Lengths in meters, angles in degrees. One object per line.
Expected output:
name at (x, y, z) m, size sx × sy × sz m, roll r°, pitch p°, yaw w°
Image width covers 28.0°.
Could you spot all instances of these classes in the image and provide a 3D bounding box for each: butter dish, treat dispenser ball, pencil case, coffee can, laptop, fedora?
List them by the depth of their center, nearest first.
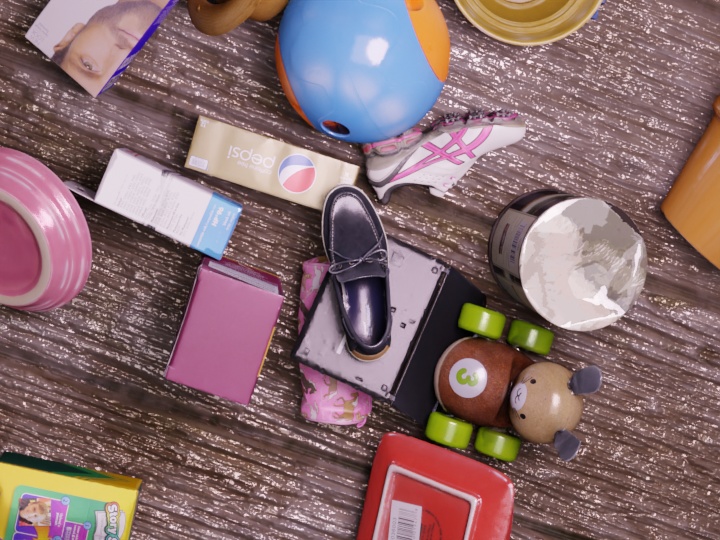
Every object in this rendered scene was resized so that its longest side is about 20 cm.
treat dispenser ball at (0.003, -0.246, 1.626) m, size 0.198 × 0.201 × 0.204 m, roll 0°, pitch 95°, yaw -5°
fedora at (-0.119, -0.351, 1.641) m, size 0.081 × 0.200 × 0.203 m, roll 22°, pitch 94°, yaw -39°
coffee can at (0.235, -0.016, 1.667) m, size 0.144 × 0.200 × 0.149 m, roll 0°, pitch 96°, yaw -5°
laptop at (0.038, 0.066, 1.700) m, size 0.198 × 0.103 × 0.179 m, roll 24°, pitch 81°, yaw -3°
pencil case at (-0.028, 0.083, 1.716) m, size 0.082 × 0.086 × 0.203 m, roll -4°, pitch 98°, yaw -48°
butter dish at (0.109, 0.309, 1.722) m, size 0.198 × 0.147 × 0.203 m, roll 16°, pitch 97°, yaw 34°

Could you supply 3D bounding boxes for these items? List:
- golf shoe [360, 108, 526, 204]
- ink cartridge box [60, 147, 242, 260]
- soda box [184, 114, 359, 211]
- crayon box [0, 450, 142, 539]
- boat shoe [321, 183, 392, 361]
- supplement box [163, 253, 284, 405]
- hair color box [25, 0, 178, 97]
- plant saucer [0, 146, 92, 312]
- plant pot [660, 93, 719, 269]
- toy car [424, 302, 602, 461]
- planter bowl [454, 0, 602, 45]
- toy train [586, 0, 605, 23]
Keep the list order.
golf shoe at (0.103, -0.138, 1.714) m, size 0.197 × 0.073 × 0.093 m, roll -12°, pitch 102°, yaw 7°
ink cartridge box at (-0.238, -0.087, 1.663) m, size 0.198 × 0.116 × 0.069 m, roll 25°, pitch 92°, yaw -7°
soda box at (-0.104, -0.122, 1.696) m, size 0.197 × 0.068 × 0.065 m, roll 18°, pitch 93°, yaw -6°
crayon box at (-0.365, 0.335, 1.722) m, size 0.170 × 0.058 × 0.203 m, roll 13°, pitch 94°, yaw -7°
boat shoe at (0.000, 0.000, 1.621) m, size 0.073 × 0.062 × 0.203 m, roll -8°, pitch 83°, yaw -5°
supplement box at (-0.154, 0.060, 1.643) m, size 0.102 × 0.200 × 0.133 m, roll 20°, pitch 95°, yaw -6°
hair color box at (-0.277, -0.310, 1.637) m, size 0.109 × 0.065 × 0.200 m, roll 40°, pitch 112°, yaw -6°
plant saucer at (-0.400, -0.038, 1.635) m, size 0.198 × 0.051 × 0.203 m, roll 12°, pitch 121°, yaw 21°
plant pot at (0.458, -0.100, 1.694) m, size 0.200 × 0.200 × 0.184 m, roll 39°, pitch 106°, yaw -7°
toy car at (0.193, 0.147, 1.664) m, size 0.156 × 0.199 × 0.167 m, roll 18°, pitch 89°, yaw -34°
planter bowl at (0.190, -0.362, 1.688) m, size 0.197 × 0.083 × 0.204 m, roll 0°, pitch 94°, yaw -3°
toy train at (0.280, -0.387, 1.722) m, size 0.045 × 0.034 × 0.203 m, roll 8°, pitch 94°, yaw -19°
